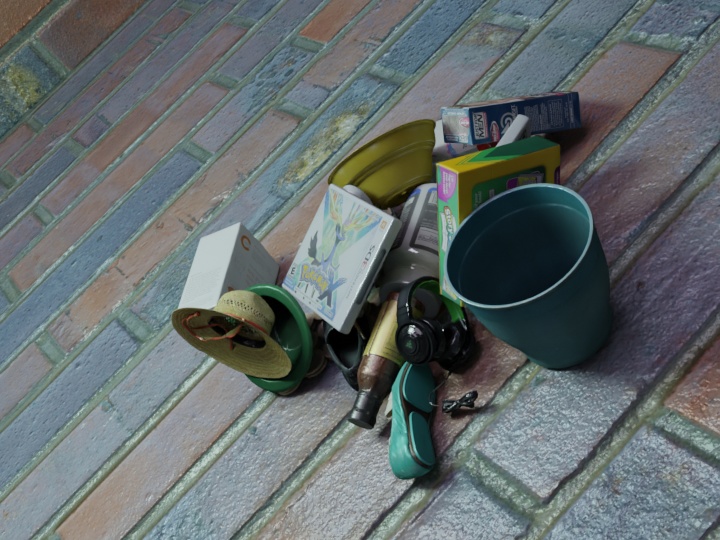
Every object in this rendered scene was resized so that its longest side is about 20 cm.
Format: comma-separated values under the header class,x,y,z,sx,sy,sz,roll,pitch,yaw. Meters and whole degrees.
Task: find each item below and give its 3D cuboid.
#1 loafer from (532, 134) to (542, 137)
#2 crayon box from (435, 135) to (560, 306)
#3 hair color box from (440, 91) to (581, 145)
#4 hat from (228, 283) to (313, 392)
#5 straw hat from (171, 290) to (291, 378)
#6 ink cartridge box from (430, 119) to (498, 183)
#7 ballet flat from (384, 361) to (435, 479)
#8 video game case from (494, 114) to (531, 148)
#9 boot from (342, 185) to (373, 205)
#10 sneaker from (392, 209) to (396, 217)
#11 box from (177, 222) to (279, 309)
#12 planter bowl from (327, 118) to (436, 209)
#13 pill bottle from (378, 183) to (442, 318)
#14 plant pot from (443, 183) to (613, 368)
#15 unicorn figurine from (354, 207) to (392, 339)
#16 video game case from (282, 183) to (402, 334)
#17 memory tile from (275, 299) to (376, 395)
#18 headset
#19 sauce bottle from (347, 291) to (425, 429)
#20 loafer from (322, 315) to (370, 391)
class,x,y,z,sx,sy,sz,roll,pitch,yaw
loafer,0.219,-0.161,1.717,0.200,0.063,0.072,-24,39,21
crayon box,0.192,-0.069,1.470,0.172,0.200,0.058,-17,29,-24
hair color box,0.240,-0.244,1.689,0.200,0.061,0.100,-12,12,-20
hat,-0.106,0.089,1.746,0.166,0.176,0.200,-34,77,31
straw hat,-0.183,0.078,1.631,0.201,0.201,0.085,-5,50,39
ink cartridge box,0.181,-0.213,1.805,0.200,0.067,0.116,-18,40,27
ballet flat,0.062,0.205,1.462,0.070,0.067,0.200,-37,30,29
video game case,0.199,-0.105,1.582,0.024,0.182,0.200,27,69,24
boot,-0.029,-0.044,1.715,0.073,0.200,0.096,27,58,18
sneaker,0.007,-0.134,1.874,0.073,0.071,0.200,-40,35,0
box,-0.231,0.037,1.859,0.097,0.124,0.200,-19,40,28
planter bowl,0.053,-0.155,1.708,0.200,0.200,0.084,-31,79,12
pill bottle,0.101,-0.028,1.636,0.114,0.114,0.200,-9,45,36
plant pot,0.238,0.022,1.385,0.200,0.188,0.200,-20,43,20
unicorn figurine,0.000,0.000,1.640,0.074,0.137,0.200,2,91,21
video game case,-0.032,-0.022,1.591,0.200,0.022,0.183,33,99,55
memory tile,-0.066,0.108,1.725,0.200,0.017,0.153,-35,35,8
headset,0.117,0.100,1.482,0.094,0.123,0.200,-27,60,43
sauce bottle,0.033,0.130,1.527,0.066,0.066,0.200,4,64,45
loafer,-0.021,0.099,1.620,0.068,0.070,0.201,-32,42,9
